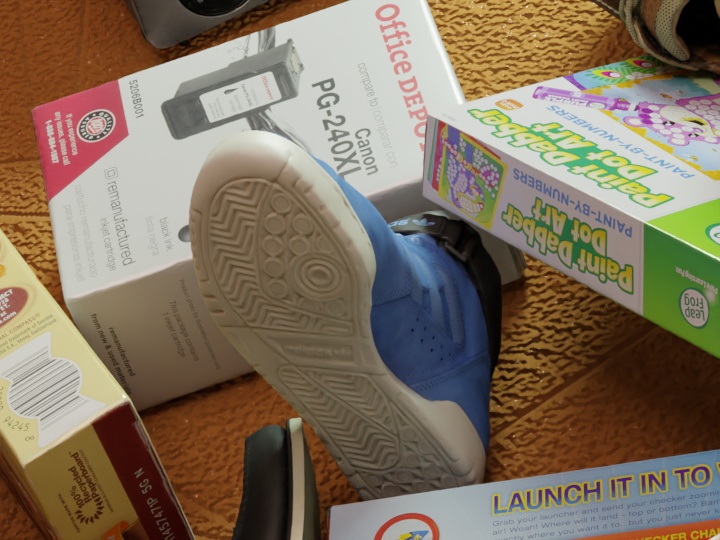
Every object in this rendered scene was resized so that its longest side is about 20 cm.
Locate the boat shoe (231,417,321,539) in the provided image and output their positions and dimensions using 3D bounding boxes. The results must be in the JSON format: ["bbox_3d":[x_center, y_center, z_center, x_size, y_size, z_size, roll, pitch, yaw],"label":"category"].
[{"bbox_3d":[-0.045,0.142,1.041,0.063,0.074,0.202,-3,49,7],"label":"boat shoe"}]

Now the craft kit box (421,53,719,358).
[{"bbox_3d":[0.162,-0.036,1.088,0.197,0.049,0.200,-20,33,-34],"label":"craft kit box"}]

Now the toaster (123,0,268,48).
[{"bbox_3d":[-0.073,-0.239,1.409,0.180,0.119,0.200,-24,42,-6],"label":"toaster"}]

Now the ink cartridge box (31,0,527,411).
[{"bbox_3d":[-0.039,-0.037,1.214,0.199,0.084,0.146,-19,42,2],"label":"ink cartridge box"}]

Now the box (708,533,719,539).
[{"bbox_3d":[0.176,0.138,0.866,0.199,0.098,0.124,-23,61,-39],"label":"box"}]

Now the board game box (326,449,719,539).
[{"bbox_3d":[0.084,0.166,0.980,0.199,0.056,0.197,-9,43,12],"label":"board game box"}]

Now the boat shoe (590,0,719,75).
[{"bbox_3d":[0.150,-0.125,1.142,0.199,0.076,0.074,24,38,38],"label":"boat shoe"}]

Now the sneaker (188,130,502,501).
[{"bbox_3d":[-0.001,0.000,1.081,0.076,0.200,0.112,-18,34,26],"label":"sneaker"}]

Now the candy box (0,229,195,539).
[{"bbox_3d":[-0.145,0.052,1.140,0.055,0.116,0.200,-30,43,-12],"label":"candy box"}]

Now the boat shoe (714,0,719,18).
[{"bbox_3d":[0.238,-0.083,1.034,0.200,0.063,0.073,33,41,8],"label":"boat shoe"}]
